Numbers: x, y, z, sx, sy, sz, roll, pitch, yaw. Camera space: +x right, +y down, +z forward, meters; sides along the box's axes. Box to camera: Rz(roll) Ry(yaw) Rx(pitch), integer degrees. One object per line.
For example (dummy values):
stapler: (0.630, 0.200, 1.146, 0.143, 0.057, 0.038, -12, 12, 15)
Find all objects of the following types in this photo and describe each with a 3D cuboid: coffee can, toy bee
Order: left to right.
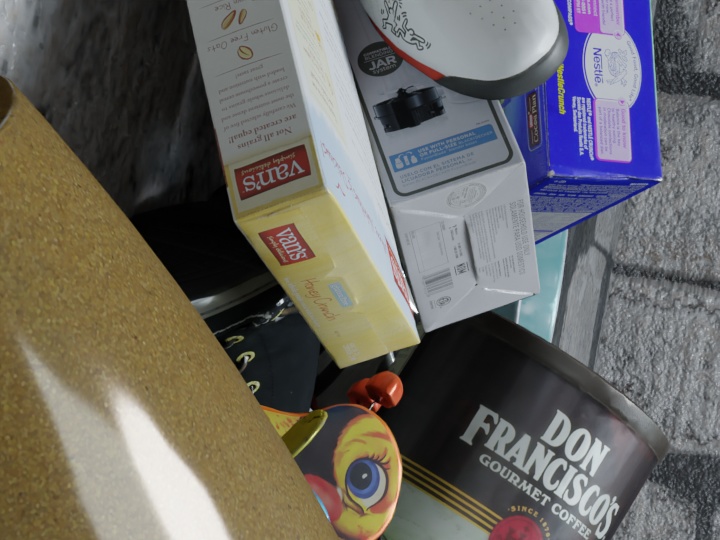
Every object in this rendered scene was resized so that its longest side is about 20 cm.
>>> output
toy bee: (-0.033, 0.080, 0.618, 0.200, 0.130, 0.109, 39, 61, -37)
coffee can: (0.044, 0.135, 0.817, 0.201, 0.146, 0.146, -57, 161, -9)

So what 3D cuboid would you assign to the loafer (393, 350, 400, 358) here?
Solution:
loafer: (0.014, -0.030, 0.937, 0.073, 0.072, 0.201, -56, 152, -56)

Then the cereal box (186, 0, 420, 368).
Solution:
cereal box: (-0.030, -0.079, 0.613, 0.144, 0.039, 0.201, 58, 17, -62)

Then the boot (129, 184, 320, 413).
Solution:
boot: (-0.061, 0.048, 0.699, 0.204, 0.073, 0.155, -38, 138, -68)

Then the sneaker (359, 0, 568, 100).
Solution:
sneaker: (0.010, -0.164, 0.669, 0.202, 0.067, 0.108, 56, -4, 30)

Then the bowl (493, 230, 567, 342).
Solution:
bowl: (0.083, 0.008, 1.168, 0.201, 0.104, 0.202, 9, 90, -77)

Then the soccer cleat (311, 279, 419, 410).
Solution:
soccer cleat: (0.000, 0.000, 0.874, 0.069, 0.085, 0.201, -60, 156, -53)

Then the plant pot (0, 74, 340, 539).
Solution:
plant pot: (-0.098, 0.060, 0.400, 0.187, 0.185, 0.201, -61, 141, -53)

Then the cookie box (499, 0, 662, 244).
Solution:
cookie box: (0.090, -0.108, 0.933, 0.200, 0.075, 0.173, 150, -59, -66)

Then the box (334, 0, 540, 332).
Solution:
box: (0.021, -0.088, 0.755, 0.117, 0.060, 0.201, 72, -2, -57)
